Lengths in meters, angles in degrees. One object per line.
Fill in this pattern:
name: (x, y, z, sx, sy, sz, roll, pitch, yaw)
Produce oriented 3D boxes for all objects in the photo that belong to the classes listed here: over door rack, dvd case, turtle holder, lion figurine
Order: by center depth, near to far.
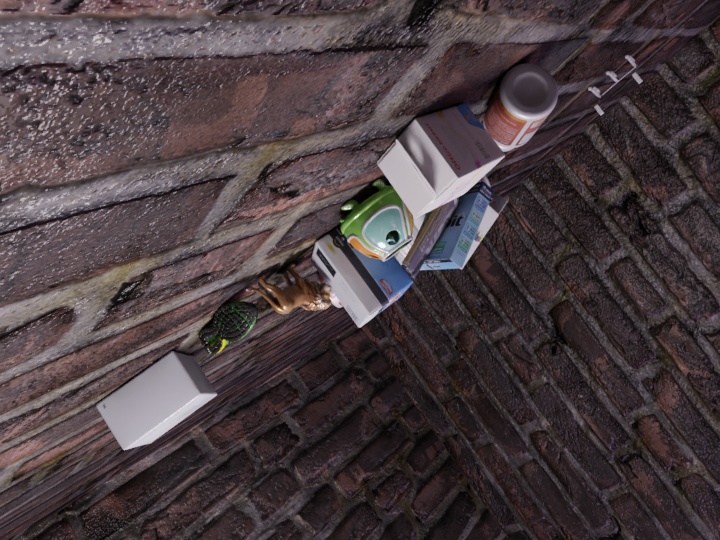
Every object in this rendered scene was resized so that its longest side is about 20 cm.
turtle holder: (0.054, -0.104, 1.302, 0.185, 0.132, 0.141, -32, 171, -29)
dvd case: (0.153, -0.083, 1.347, 0.201, 0.016, 0.149, -60, 164, -4)
lion figurine: (-0.151, 0.056, 1.375, 0.072, 0.123, 0.199, -42, 170, 39)
over door rack: (0.764, -0.569, 1.903, 0.148, 0.067, 0.201, -42, -168, 35)

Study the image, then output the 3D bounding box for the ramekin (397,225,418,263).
ramekin: (0.140, -0.096, 1.798, 0.202, 0.095, 0.202, -39, 180, 0)

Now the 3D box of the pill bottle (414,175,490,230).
pill bottle: (0.231, -0.177, 1.630, 0.200, 0.120, 0.120, -41, 175, -19)

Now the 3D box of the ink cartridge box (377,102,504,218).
ink cartridge box: (0.138, -0.197, 1.137, 0.199, 0.129, 0.125, -28, 169, -45)

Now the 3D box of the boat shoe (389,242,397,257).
boat shoe: (0.085, -0.091, 1.591, 0.060, 0.073, 0.202, 7, -151, 21)

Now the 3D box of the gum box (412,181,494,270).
gum box: (0.203, -0.099, 1.452, 0.169, 0.044, 0.202, -4, -123, 59)

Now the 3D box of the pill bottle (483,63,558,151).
pill bottle: (0.309, -0.315, 1.263, 0.112, 0.113, 0.200, -35, 173, -9)

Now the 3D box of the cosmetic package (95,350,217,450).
cosmetic package: (-0.456, 0.295, 1.445, 0.198, 0.123, 0.200, -36, 171, -8)

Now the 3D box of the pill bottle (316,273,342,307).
pill bottle: (-0.011, 0.000, 1.710, 0.199, 0.113, 0.112, -36, 173, 10)

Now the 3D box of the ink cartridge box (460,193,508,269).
ink cartridge box: (0.250, -0.116, 1.518, 0.201, 0.068, 0.115, -56, -151, 1)

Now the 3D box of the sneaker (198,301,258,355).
sneaker: (-0.278, 0.111, 1.374, 0.199, 0.078, 0.085, -31, -175, 45)

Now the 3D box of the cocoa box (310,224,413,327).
cocoa box: (0.000, 0.000, 1.423, 0.131, 0.201, 0.134, -34, 172, -19)
